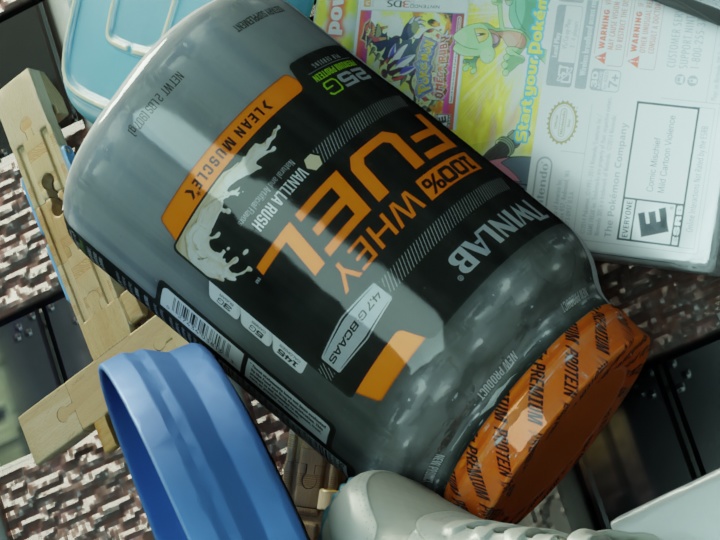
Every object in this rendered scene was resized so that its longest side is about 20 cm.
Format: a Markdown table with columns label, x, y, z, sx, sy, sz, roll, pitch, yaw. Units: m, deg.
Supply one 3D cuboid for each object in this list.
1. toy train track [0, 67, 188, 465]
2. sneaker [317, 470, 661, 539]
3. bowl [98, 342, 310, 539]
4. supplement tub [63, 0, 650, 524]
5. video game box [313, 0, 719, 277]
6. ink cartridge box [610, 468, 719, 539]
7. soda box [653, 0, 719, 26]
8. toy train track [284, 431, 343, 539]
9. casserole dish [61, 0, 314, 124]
| label | x | y | z | sx | sy | sz | roll | pitch | yaw |
| --- | --- | --- | --- | --- | --- | --- | --- | --- | --- |
| toy train track | -0.104 | 0.006 | 1.197 | 0.115 | 0.033 | 0.200 | -36 | 65 | 26 |
| sneaker | 0.065 | 0.113 | 0.935 | 0.200 | 0.076 | 0.081 | 37 | 112 | 40 |
| bowl | -0.038 | 0.118 | 1.025 | 0.039 | 0.201 | 0.201 | -22 | 73 | -8 |
| supplement tub | 0.000 | 0.000 | 1.052 | 0.200 | 0.123 | 0.123 | 39 | 101 | 15 |
| video game box | 0.072 | -0.105 | 1.116 | 0.182 | 0.047 | 0.200 | 8 | 88 | 24 |
| ink cartridge box | 0.205 | 0.084 | 0.976 | 0.200 | 0.146 | 0.084 | -27 | 72 | 20 |
| soda box | 0.075 | -0.149 | 1.059 | 0.200 | 0.063 | 0.068 | 24 | 93 | 25 |
| toy train track | 0.012 | 0.108 | 1.119 | 0.200 | 0.033 | 0.115 | 5 | 87 | 25 |
| casserole dish | -0.067 | -0.132 | 1.166 | 0.121 | 0.039 | 0.200 | 22 | 97 | 44 |
